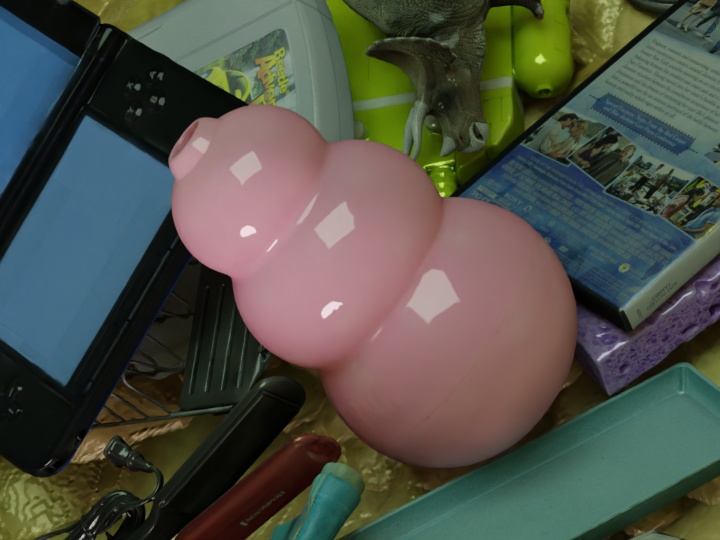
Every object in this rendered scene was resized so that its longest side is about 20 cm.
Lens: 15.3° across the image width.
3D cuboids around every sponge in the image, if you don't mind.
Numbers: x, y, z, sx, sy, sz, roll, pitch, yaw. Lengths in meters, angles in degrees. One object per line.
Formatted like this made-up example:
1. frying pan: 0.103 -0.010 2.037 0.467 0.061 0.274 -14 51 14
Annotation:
1. sponge: 0.169 -0.033 1.278 0.200 0.030 0.112 -34 40 -6

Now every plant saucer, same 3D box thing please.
1. plant saucer: 0.085 0.103 1.194 0.199 0.019 0.070 -25 36 -21

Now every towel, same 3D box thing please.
1. towel: -0.068 0.179 1.161 0.022 0.147 0.200 35 70 1

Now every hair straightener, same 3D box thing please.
1. hair straightener: -0.097 0.115 1.232 0.200 0.041 0.077 -45 55 20

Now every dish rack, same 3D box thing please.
1. dish rack: -0.120 0.007 1.301 0.199 0.054 0.154 -9 66 38

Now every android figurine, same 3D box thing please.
1. android figurine: 0.021 -0.101 1.384 0.181 0.041 0.201 -7 53 14

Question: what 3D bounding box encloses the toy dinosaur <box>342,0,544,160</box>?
1. toy dinosaur: 0.027 -0.152 1.345 0.102 0.077 0.200 -23 53 -8

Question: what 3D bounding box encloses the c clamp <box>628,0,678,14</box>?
1. c clamp: 0.194 -0.209 1.413 0.170 0.027 0.200 -33 54 1

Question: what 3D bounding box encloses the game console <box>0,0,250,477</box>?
1. game console: -0.174 -0.035 1.249 0.170 0.118 0.201 31 91 43

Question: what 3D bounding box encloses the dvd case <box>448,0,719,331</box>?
1. dvd case: 0.154 -0.065 1.283 0.200 0.018 0.143 -41 39 -13

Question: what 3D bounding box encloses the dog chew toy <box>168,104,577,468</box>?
1. dog chew toy: 0.000 0.000 1.201 0.125 0.200 0.125 -48 17 20

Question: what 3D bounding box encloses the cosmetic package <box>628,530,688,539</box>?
1. cosmetic package: 0.194 0.156 1.109 0.199 0.082 0.051 12 100 25

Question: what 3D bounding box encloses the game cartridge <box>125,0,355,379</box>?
1. game cartridge: -0.063 -0.058 1.342 0.133 0.041 0.201 -22 58 28
